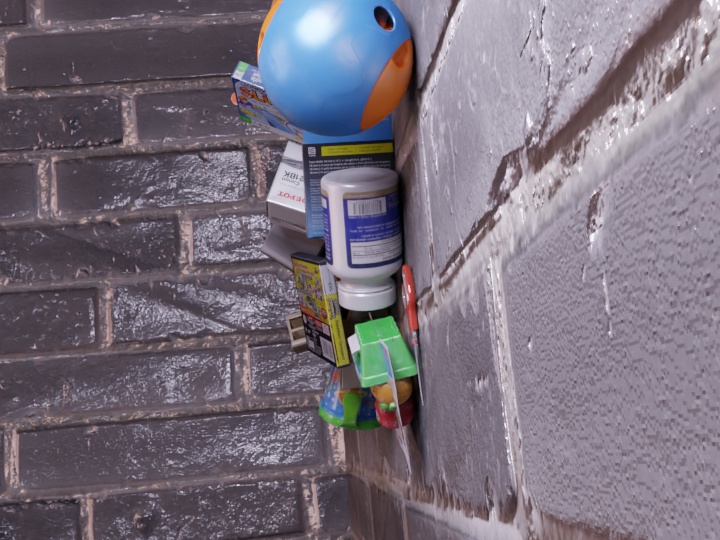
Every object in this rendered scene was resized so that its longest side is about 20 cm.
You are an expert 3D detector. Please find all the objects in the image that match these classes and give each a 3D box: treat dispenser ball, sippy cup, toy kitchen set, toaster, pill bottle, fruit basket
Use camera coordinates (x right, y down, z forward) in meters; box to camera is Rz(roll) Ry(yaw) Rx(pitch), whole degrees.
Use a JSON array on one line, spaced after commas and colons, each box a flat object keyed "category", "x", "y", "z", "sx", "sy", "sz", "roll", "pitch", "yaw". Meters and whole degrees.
[{"category": "treat dispenser ball", "x": -0.032, "y": -0.272, "z": 1.231, "sx": 0.201, "sy": 0.199, "sz": 0.203, "roll": 176, "pitch": 90, "yaw": -85}, {"category": "sippy cup", "x": -0.009, "y": 0.226, "z": 1.896, "sx": 0.178, "sy": 0.139, "sz": 0.131, "roll": 29, "pitch": 116, "yaw": 55}, {"category": "toy kitchen set", "x": -0.069, "y": 0.116, "z": 2.012, "sx": 0.200, "sy": 0.179, "sz": 0.164, "roll": 71, "pitch": -177, "yaw": -62}, {"category": "toaster", "x": -0.090, "y": -0.096, "z": 1.813, "sx": 0.181, "sy": 0.118, "sz": 0.201, "roll": -57, "pitch": 6, "yaw": 50}, {"category": "pill bottle", "x": 0.005, "y": -0.048, "z": 1.472, "sx": 0.120, "sy": 0.119, "sz": 0.202, "roll": -109, "pitch": 15, "yaw": -72}, {"category": "fruit basket", "x": 0.038, "y": 0.180, "z": 1.451, "sx": 0.185, "sy": 0.093, "sz": 0.202, "roll": -113, "pitch": 16, "yaw": -75}]

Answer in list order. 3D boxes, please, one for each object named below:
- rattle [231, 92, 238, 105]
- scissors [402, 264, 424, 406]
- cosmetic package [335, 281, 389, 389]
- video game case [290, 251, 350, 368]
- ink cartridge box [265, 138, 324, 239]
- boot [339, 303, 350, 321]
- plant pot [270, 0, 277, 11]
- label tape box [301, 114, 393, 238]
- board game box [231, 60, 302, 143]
[{"category": "rattle", "x": -0.120, "y": -0.292, "z": 1.674, "sx": 0.199, "sy": 0.143, "sz": 0.131, "roll": -29, "pitch": 28, "yaw": 39}, {"category": "scissors", "x": 0.075, "y": 0.088, "z": 1.372, "sx": 0.073, "sy": 0.014, "sz": 0.201, "roll": 94, "pitch": 171, "yaw": -58}, {"category": "cosmetic package", "x": 0.003, "y": 0.111, "z": 1.739, "sx": 0.071, "sy": 0.104, "sz": 0.201, "roll": 91, "pitch": 171, "yaw": -45}, {"category": "video game case", "x": -0.072, "y": 0.064, "z": 1.671, "sx": 0.200, "sy": 0.025, "sz": 0.182, "roll": -166, "pitch": 64, "yaw": -72}, {"category": "ink cartridge box", "x": -0.066, "y": -0.167, "z": 1.676, "sx": 0.084, "sy": 0.143, "sz": 0.201, "roll": 98, "pitch": -170, "yaw": -70}, {"category": "boot", "x": 0.000, "y": 0.000, "z": 1.670, "sx": 0.189, "sy": 0.068, "sz": 0.201, "roll": 117, "pitch": 167, "yaw": -57}, {"category": "plant pot", "x": -0.058, "y": -0.371, "z": 1.501, "sx": 0.200, "sy": 0.139, "sz": 0.202, "roll": 180, "pitch": 90, "yaw": -66}, {"category": "label tape box", "x": -0.020, "y": -0.157, "z": 1.533, "sx": 0.063, "sy": 0.143, "sz": 0.201, "roll": -100, "pitch": 8, "yaw": -65}, {"category": "board game box", "x": -0.109, "y": -0.260, "z": 1.581, "sx": 0.136, "sy": 0.199, "sz": 0.035, "roll": 89, "pitch": -156, "yaw": -68}]
